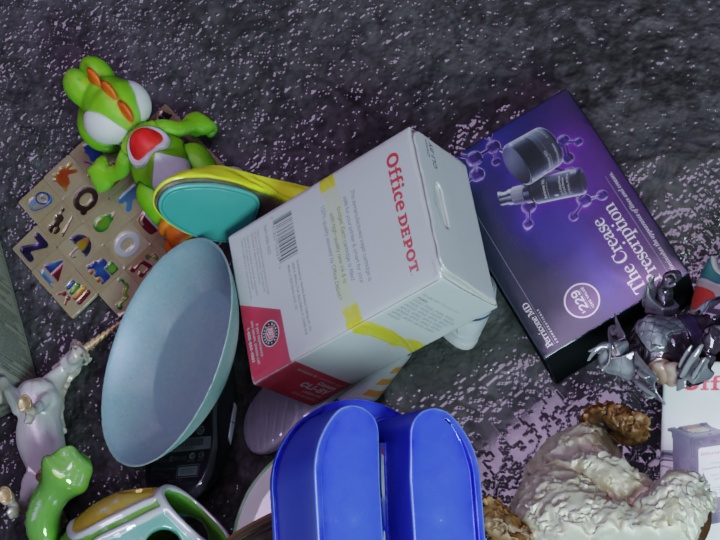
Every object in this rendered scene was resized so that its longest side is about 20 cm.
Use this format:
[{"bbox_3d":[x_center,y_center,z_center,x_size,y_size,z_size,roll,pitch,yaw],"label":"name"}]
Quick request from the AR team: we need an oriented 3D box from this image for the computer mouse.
[{"bbox_3d":[-0.114,0.110,1.483,0.140,0.046,0.201,-13,57,23],"label":"computer mouse"}]

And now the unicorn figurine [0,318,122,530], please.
[{"bbox_3d":[-0.274,0.135,1.486,0.073,0.137,0.201,7,88,11],"label":"unicorn figurine"}]

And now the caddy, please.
[{"bbox_3d":[0.010,0.186,1.225,0.141,0.105,0.201,5,71,-23],"label":"caddy"}]

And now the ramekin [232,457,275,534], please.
[{"bbox_3d":[-0.008,0.228,1.386,0.199,0.098,0.201,-5,69,13],"label":"ramekin"}]

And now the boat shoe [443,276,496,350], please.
[{"bbox_3d":[0.047,-0.009,1.473,0.073,0.067,0.200,-5,39,-24],"label":"boat shoe"}]

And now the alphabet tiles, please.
[{"bbox_3d":[-0.224,-0.056,1.597,0.200,0.006,0.166,-44,66,-4],"label":"alphabet tiles"}]

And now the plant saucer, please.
[{"bbox_3d":[-0.152,0.073,1.445,0.201,0.039,0.202,-33,46,42],"label":"plant saucer"}]

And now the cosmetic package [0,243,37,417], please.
[{"bbox_3d":[-0.367,0.032,1.550,0.087,0.103,0.201,-23,65,7],"label":"cosmetic package"}]

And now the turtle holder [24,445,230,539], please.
[{"bbox_3d":[-0.186,0.235,1.402,0.132,0.141,0.186,-49,58,10],"label":"turtle holder"}]

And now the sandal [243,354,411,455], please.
[{"bbox_3d":[-0.016,0.087,1.468,0.207,0.059,0.079,-42,47,19],"label":"sandal"}]

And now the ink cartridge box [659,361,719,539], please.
[{"bbox_3d":[0.306,0.175,1.332,0.144,0.084,0.201,0,70,14],"label":"ink cartridge box"}]

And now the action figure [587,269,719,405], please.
[{"bbox_3d":[0.269,0.042,1.319,0.199,0.070,0.130,-15,37,-3],"label":"action figure"}]

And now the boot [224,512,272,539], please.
[{"bbox_3d":[-0.015,0.223,1.295,0.199,0.075,0.097,-21,63,4],"label":"boot"}]

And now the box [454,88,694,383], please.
[{"bbox_3d":[0.170,-0.030,1.448,0.141,0.079,0.201,-32,66,4],"label":"box"}]

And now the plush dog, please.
[{"bbox_3d":[0.159,0.189,1.305,0.160,0.172,0.201,28,110,-3],"label":"plush dog"}]

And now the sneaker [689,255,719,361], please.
[{"bbox_3d":[0.362,0.033,1.377,0.199,0.070,0.094,7,78,19],"label":"sneaker"}]

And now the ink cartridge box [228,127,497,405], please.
[{"bbox_3d":[0.000,0.000,1.393,0.199,0.083,0.146,-29,55,28],"label":"ink cartridge box"}]

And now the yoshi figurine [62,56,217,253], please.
[{"bbox_3d":[-0.195,-0.108,1.570,0.200,0.112,0.112,50,128,10],"label":"yoshi figurine"}]

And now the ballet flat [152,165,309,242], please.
[{"bbox_3d":[-0.091,-0.058,1.488,0.067,0.199,0.067,-61,31,32],"label":"ballet flat"}]
